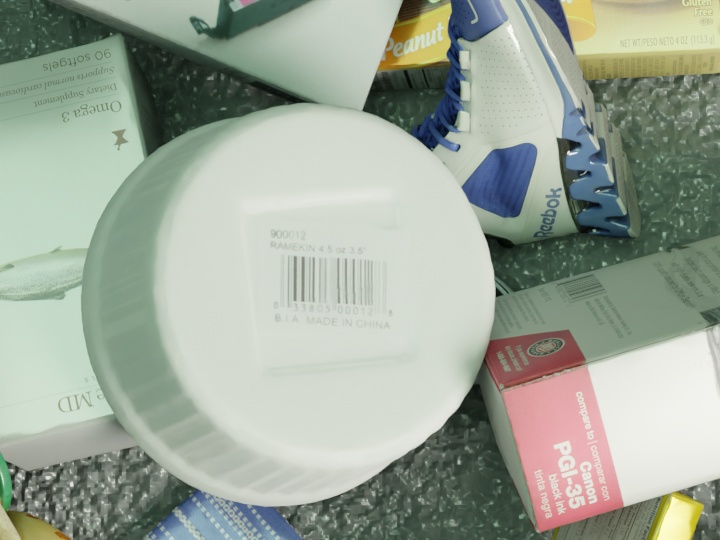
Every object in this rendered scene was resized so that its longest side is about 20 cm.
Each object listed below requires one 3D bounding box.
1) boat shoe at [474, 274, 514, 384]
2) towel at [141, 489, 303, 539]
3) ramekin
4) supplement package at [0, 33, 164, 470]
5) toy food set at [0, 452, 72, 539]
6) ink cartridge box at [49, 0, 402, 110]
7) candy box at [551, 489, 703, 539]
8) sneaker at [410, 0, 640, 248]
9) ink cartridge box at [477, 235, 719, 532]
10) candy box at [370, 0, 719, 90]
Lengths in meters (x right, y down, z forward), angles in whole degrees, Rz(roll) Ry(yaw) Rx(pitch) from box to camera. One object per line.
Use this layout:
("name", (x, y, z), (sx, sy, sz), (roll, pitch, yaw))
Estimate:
("boat shoe", (0.001, -0.003, 1.370), (0.199, 0.068, 0.074), (32, 85, 10))
("towel", (-0.095, 0.221, 1.370), (0.200, 0.024, 0.145), (-43, 77, -4))
("ramekin", (-0.030, 0.013, 1.263), (0.199, 0.098, 0.202), (3, 81, -19))
("supplement package", (-0.153, -0.006, 1.363), (0.116, 0.117, 0.201), (-13, 79, 0))
("toy food set", (-0.208, 0.137, 1.317), (0.049, 0.200, 0.198), (-33, 90, -29))
("ink cartridge box", (-0.064, -0.194, 1.330), (0.199, 0.044, 0.174), (22, 86, -16))
("candy box", (0.109, 0.196, 1.294), (0.026, 0.102, 0.201), (19, 93, -24))
("sneaker", (0.064, -0.080, 1.336), (0.115, 0.200, 0.081), (-18, 36, 14))
("ink cartridge box", (0.163, 0.046, 1.289), (0.199, 0.147, 0.083), (-16, 105, -1))
("candy box", (0.097, -0.164, 1.394), (0.199, 0.055, 0.116), (-3, 80, 7))
